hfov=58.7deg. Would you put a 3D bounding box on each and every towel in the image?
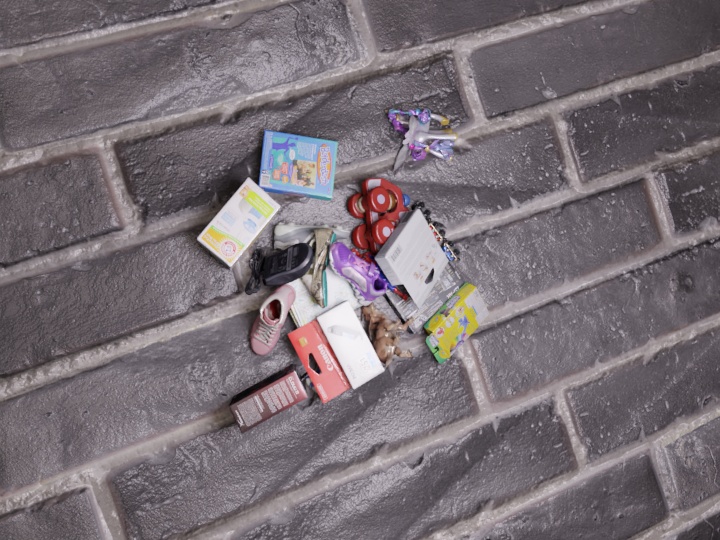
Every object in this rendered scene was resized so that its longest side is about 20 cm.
[{"bbox_3d":[-0.103,0.051,1.655,0.198,0.048,0.174,-27,95,-14],"label":"towel"}]

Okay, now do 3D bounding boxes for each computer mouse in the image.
[{"bbox_3d":[-0.192,-0.009,1.594,0.053,0.197,0.141,47,38,-43],"label":"computer mouse"}]

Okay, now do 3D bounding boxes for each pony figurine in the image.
[{"bbox_3d":[0.157,-0.358,1.723,0.196,0.168,0.196,12,52,-8],"label":"pony figurine"}]

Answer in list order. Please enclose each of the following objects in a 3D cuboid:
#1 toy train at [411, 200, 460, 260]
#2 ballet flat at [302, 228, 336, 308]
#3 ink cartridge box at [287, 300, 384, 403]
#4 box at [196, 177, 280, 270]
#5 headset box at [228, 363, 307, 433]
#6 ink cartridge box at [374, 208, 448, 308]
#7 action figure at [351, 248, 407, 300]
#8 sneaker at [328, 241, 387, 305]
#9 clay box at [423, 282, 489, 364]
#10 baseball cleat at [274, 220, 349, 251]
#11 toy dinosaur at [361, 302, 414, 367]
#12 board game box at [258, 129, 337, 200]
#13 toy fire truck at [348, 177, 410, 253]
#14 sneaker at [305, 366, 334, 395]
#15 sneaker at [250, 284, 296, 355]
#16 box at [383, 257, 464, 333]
[{"bbox_3d":[0.207,-0.102,1.760,0.046,0.034,0.201,-38,94,-9],"label":"toy train"},{"bbox_3d":[-0.108,-0.007,1.606,0.074,0.068,0.204,5,80,7],"label":"ballet flat"},{"bbox_3d":[-0.061,0.205,1.601,0.174,0.045,0.202,-29,90,-8],"label":"ink cartridge box"},{"bbox_3d":[-0.306,-0.114,1.610,0.112,0.101,0.201,40,79,-7],"label":"box"},{"bbox_3d":[-0.214,0.304,1.569,0.197,0.149,0.076,-28,92,-6],"label":"headset box"},{"bbox_3d":[0.137,-0.030,1.653,0.175,0.043,0.201,57,48,-24],"label":"ink cartridge box"},{"bbox_3d":[0.053,0.000,1.683,0.198,0.052,0.066,34,77,21],"label":"action figure"},{"bbox_3d":[0.000,0.000,1.607,0.201,0.087,0.081,50,45,-29],"label":"sneaker"},{"bbox_3d":[0.251,0.143,1.722,0.200,0.047,0.116,-43,126,-12],"label":"clay box"},{"bbox_3d":[-0.127,-0.072,1.671,0.196,0.070,0.109,3,88,-2],"label":"baseball cleat"},{"bbox_3d":[0.061,0.177,1.650,0.086,0.134,0.203,39,42,-40],"label":"toy dinosaur"},{"bbox_3d":[-0.164,-0.275,1.682,0.196,0.045,0.155,7,84,-12],"label":"board game box"},{"bbox_3d":[0.068,-0.143,1.706,0.166,0.111,0.204,-7,88,-37],"label":"toy fire truck"},{"bbox_3d":[-0.068,0.225,1.654,0.087,0.075,0.202,32,79,-8],"label":"sneaker"},{"bbox_3d":[-0.230,0.132,1.580,0.075,0.105,0.202,30,107,2],"label":"sneaker"},{"bbox_3d":[0.169,0.046,1.736,0.199,0.043,0.161,-38,95,-12],"label":"box"}]
